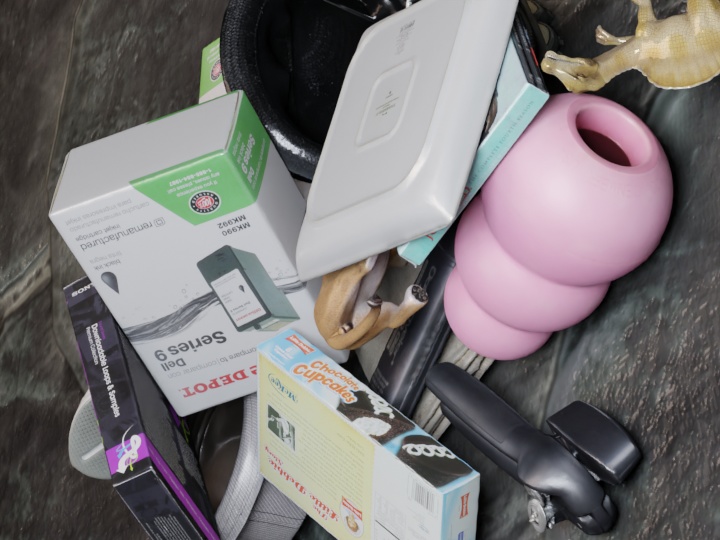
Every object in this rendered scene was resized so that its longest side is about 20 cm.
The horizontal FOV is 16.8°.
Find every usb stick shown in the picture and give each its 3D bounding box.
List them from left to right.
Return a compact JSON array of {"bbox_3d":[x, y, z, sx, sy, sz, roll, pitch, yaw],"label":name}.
[{"bbox_3d":[0.050,0.026,1.672,0.201,0.032,0.056,-65,23,15],"label":"usb stick"}]

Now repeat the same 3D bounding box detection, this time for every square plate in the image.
[{"bbox_3d":[0.026,-0.102,1.580,0.200,0.028,0.199,-20,49,58],"label":"square plate"}]

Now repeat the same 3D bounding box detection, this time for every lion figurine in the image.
[{"bbox_3d":[0.000,0.000,1.655,0.123,0.072,0.200,-46,10,34],"label":"lion figurine"}]

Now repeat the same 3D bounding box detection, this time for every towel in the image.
[{"bbox_3d":[0.043,0.024,1.751,0.133,0.034,0.201,-55,37,29],"label":"towel"}]

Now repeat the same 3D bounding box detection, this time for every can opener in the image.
[{"bbox_3d":[0.106,0.115,1.591,0.200,0.078,0.064,28,147,54],"label":"can opener"}]

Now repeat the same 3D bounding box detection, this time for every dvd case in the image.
[{"bbox_3d":[0.057,-0.113,1.585,0.146,0.022,0.201,-53,25,25],"label":"dvd case"}]

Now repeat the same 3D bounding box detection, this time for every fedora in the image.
[{"bbox_3d":[-0.086,0.143,1.856,0.178,0.090,0.200,-65,25,15],"label":"fedora"},{"bbox_3d":[-0.028,-0.139,1.808,0.092,0.199,0.202,128,144,-57],"label":"fedora"}]

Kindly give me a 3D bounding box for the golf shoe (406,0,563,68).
[{"bbox_3d":[0.069,-0.199,1.741,0.078,0.094,0.200,-64,32,20],"label":"golf shoe"}]

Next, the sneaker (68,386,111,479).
[{"bbox_3d":[-0.167,0.072,1.899,0.201,0.070,0.080,-62,11,16],"label":"sneaker"}]

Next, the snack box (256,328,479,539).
[{"bbox_3d":[0.001,0.138,1.667,0.200,0.037,0.117,36,138,37],"label":"snack box"}]

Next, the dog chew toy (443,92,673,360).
[{"bbox_3d":[0.117,-0.019,1.570,0.200,0.124,0.125,-58,35,41],"label":"dog chew toy"}]

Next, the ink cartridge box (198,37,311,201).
[{"bbox_3d":[-0.063,-0.098,1.922,0.145,0.084,0.202,-25,57,53],"label":"ink cartridge box"}]

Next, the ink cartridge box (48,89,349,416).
[{"bbox_3d":[-0.107,-0.009,1.735,0.145,0.201,0.084,-19,33,19],"label":"ink cartridge box"}]

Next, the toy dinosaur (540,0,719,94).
[{"bbox_3d":[0.214,-0.150,1.510,0.199,0.058,0.102,-14,42,17],"label":"toy dinosaur"}]

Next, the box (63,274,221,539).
[{"bbox_3d":[-0.154,0.115,1.745,0.036,0.143,0.201,-24,45,5],"label":"box"}]
